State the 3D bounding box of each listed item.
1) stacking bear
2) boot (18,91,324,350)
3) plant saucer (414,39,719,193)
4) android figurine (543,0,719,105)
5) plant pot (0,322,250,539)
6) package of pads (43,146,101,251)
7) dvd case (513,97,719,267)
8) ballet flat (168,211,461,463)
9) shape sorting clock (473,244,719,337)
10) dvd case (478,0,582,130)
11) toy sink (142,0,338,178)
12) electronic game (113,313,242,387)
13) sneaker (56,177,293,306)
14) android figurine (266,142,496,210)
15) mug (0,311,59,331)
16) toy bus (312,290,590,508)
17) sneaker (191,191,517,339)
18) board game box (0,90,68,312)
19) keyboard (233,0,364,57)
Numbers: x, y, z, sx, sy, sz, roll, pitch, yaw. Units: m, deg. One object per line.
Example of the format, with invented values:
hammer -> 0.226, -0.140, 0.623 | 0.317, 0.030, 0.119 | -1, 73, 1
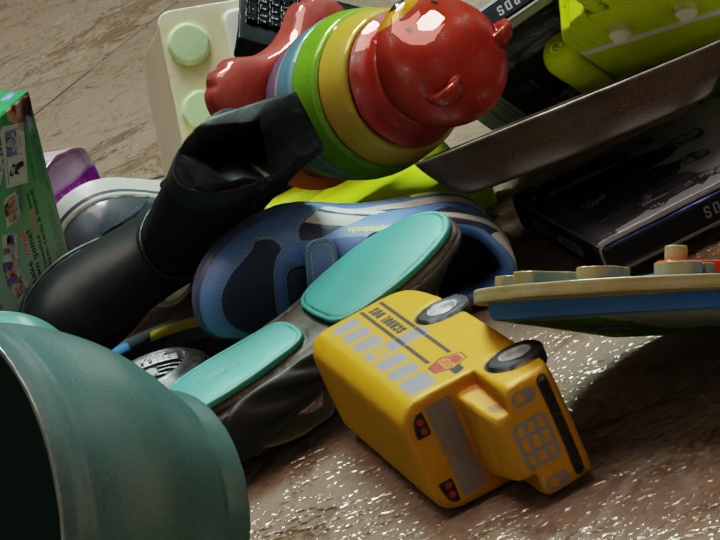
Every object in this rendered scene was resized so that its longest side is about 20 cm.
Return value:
stacking bear -> 0.014, -0.115, 1.553 | 0.121, 0.114, 0.200 | -41, 15, -28
boot -> -0.117, -0.021, 1.508 | 0.165, 0.066, 0.200 | -39, 1, -25
plant saucer -> 0.130, -0.088, 1.521 | 0.200, 0.032, 0.200 | -23, 3, 1
android figurine -> 0.202, -0.153, 1.592 | 0.182, 0.041, 0.200 | -14, -21, 28
plant pot -> -0.137, 0.119, 1.202 | 0.134, 0.201, 0.200 | -2, 2, -38
package of pads -> -0.257, -0.013, 1.800 | 0.200, 0.121, 0.076 | -9, 22, 38
dvd case -> 0.204, -0.064, 1.517 | 0.199, 0.025, 0.150 | -25, 18, -9
ballet flat -> -0.020, 0.045, 1.419 | 0.200, 0.073, 0.073 | -36, 20, -14
shape sorting clock -> 0.155, 0.007, 1.261 | 0.199, 0.039, 0.200 | 0, -7, 0
dvd case -> 0.151, -0.159, 1.650 | 0.200, 0.150, 0.025 | -33, 59, 19
toy sink -> -0.075, -0.130, 1.795 | 0.130, 0.112, 0.200 | -11, -3, -10
electronic game -> -0.123, 0.072, 1.520 | 0.199, 0.042, 0.200 | -20, 18, 7
sneaker -> -0.112, -0.020, 1.733 | 0.200, 0.080, 0.078 | -9, -30, -40
android figurine -> 0.002, -0.032, 1.650 | 0.200, 0.041, 0.182 | -32, 20, -30
mug -> -0.219, 0.094, 1.395 | 0.185, 0.115, 0.152 | 6, 47, 48
toy bus -> 0.044, 0.065, 1.296 | 0.078, 0.065, 0.200 | -27, 18, -11
sneaker -> 0.000, 0.000, 1.479 | 0.199, 0.074, 0.082 | -13, 25, -21
board game box -> -0.225, 0.007, 1.568 | 0.029, 0.201, 0.135 | 2, 27, 27
keyboard -> 0.015, -0.149, 1.715 | 0.199, 0.040, 0.104 | 12, 46, -13
